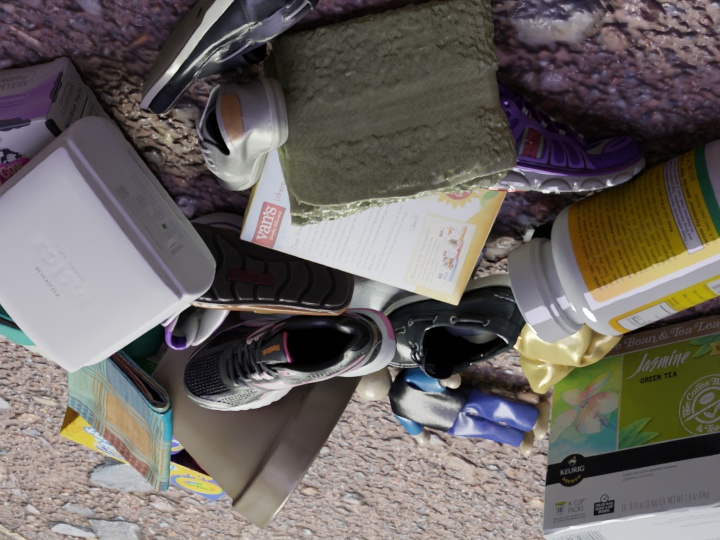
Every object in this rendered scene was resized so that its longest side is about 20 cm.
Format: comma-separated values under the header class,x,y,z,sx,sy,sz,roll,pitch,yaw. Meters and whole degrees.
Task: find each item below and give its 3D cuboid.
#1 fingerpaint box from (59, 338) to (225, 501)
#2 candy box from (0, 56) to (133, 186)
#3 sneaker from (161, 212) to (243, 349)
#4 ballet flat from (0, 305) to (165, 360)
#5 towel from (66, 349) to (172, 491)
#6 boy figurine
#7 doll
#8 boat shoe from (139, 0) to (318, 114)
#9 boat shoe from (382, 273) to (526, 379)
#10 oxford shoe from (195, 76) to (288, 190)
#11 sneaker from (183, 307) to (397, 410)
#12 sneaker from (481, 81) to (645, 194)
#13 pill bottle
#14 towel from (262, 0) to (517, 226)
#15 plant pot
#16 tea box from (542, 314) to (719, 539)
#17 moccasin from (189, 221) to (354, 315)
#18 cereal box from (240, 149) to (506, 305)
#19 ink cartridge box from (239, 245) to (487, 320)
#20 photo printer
class,x,y,z,sx,sy,sz,roll,pitch,yaw
fingerpaint box,-0.196,0.157,1.677,0.198,0.074,0.167,27,142,-22
candy box,-0.282,-0.081,1.361,0.166,0.072,0.201,-6,142,24
sneaker,-0.183,0.024,1.447,0.072,0.115,0.199,32,145,-30
ballet flat,-0.290,0.061,1.563,0.197,0.068,0.071,4,125,7
towel,-0.237,0.130,1.522,0.146,0.022,0.201,41,152,16
boy figurine,0.183,0.045,1.419,0.123,0.065,0.201,8,146,8
doll,0.087,0.139,1.595,0.198,0.049,0.137,17,144,-9
boat shoe,-0.106,-0.169,1.186,0.067,0.072,0.200,31,139,-21
boat shoe,0.076,0.063,1.389,0.198,0.067,0.074,-18,135,43
oxford shoe,-0.104,-0.107,1.236,0.057,0.076,0.200,-12,176,-15
sneaker,-0.073,0.070,1.392,0.198,0.081,0.086,-19,169,15
sneaker,0.129,-0.102,1.215,0.197,0.085,0.081,3,-175,-14
pill bottle,0.222,-0.016,1.249,0.198,0.114,0.113,-25,134,25
towel,0.019,-0.121,1.176,0.198,0.151,0.036,-11,176,29
plant pot,-0.113,0.121,1.524,0.172,0.201,0.200,33,143,-4
tea box,0.288,0.168,1.447,0.198,0.199,0.134,-16,138,33
moccasin,-0.105,-0.001,1.346,0.199,0.075,0.078,4,175,-15
cereal box,0.012,-0.063,1.296,0.198,0.040,0.145,18,123,-8
ink cartridge box,0.000,0.000,1.426,0.197,0.041,0.201,15,144,-5
photo printer,-0.230,-0.013,1.275,0.199,0.069,0.167,-30,101,41
